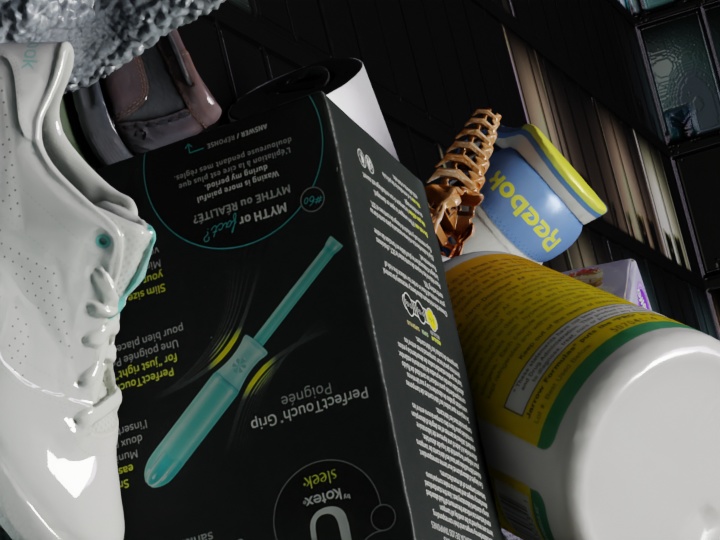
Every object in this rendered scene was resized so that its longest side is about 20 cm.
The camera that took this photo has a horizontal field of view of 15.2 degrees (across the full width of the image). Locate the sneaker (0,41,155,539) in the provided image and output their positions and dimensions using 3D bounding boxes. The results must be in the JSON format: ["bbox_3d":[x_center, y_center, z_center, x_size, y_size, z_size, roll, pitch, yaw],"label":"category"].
[{"bbox_3d":[-0.111,0.013,0.998,0.075,0.088,0.201,-40,113,-76],"label":"sneaker"}]

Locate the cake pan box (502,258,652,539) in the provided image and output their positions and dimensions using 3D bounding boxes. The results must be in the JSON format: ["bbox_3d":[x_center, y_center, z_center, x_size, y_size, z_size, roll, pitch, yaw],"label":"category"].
[{"bbox_3d":[0.071,0.098,1.386,0.052,0.199,0.185,-73,145,-57],"label":"cake pan box"}]

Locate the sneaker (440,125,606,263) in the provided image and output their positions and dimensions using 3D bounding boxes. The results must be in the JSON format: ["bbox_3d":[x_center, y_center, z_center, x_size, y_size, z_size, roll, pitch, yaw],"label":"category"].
[{"bbox_3d":[0.069,-0.029,1.447,0.074,0.082,0.200,45,-4,-1],"label":"sneaker"}]

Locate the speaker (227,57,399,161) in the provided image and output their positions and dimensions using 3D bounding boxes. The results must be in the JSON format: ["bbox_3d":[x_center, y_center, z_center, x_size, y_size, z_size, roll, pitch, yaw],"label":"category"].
[{"bbox_3d":[-0.002,-0.012,1.471,0.081,0.081,0.201,-72,144,-67],"label":"speaker"}]

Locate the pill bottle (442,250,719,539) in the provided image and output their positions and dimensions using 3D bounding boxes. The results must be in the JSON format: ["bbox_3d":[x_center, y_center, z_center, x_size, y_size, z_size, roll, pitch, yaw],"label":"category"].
[{"bbox_3d":[0.074,0.056,1.186,0.200,0.113,0.113,24,-35,52],"label":"pill bottle"}]

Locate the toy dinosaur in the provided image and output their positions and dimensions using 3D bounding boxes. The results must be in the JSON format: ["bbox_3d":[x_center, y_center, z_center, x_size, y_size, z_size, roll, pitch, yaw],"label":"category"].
[{"bbox_3d":[0.000,0.000,1.332,0.200,0.135,0.103,-30,127,-34],"label":"toy dinosaur"}]

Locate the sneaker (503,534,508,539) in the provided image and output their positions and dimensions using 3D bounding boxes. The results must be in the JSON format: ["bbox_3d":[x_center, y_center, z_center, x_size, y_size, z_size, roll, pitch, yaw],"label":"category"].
[{"bbox_3d":[0.036,0.145,1.275,0.079,0.079,0.200,50,0,-2],"label":"sneaker"}]

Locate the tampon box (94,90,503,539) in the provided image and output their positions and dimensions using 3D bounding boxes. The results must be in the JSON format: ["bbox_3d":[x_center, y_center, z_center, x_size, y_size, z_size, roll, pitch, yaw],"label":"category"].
[{"bbox_3d":[-0.040,0.058,1.095,0.126,0.149,0.201,36,40,-64],"label":"tampon box"}]

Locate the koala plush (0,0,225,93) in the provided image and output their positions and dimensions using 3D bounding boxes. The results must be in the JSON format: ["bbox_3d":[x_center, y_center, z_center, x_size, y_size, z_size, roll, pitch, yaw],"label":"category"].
[{"bbox_3d":[-0.124,-0.204,1.070,0.200,0.183,0.178,37,36,-48],"label":"koala plush"}]

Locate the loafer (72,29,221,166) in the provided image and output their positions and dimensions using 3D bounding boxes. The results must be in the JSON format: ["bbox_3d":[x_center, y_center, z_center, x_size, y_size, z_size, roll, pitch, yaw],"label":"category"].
[{"bbox_3d":[-0.106,-0.144,1.245,0.072,0.063,0.201,41,36,-66],"label":"loafer"}]
